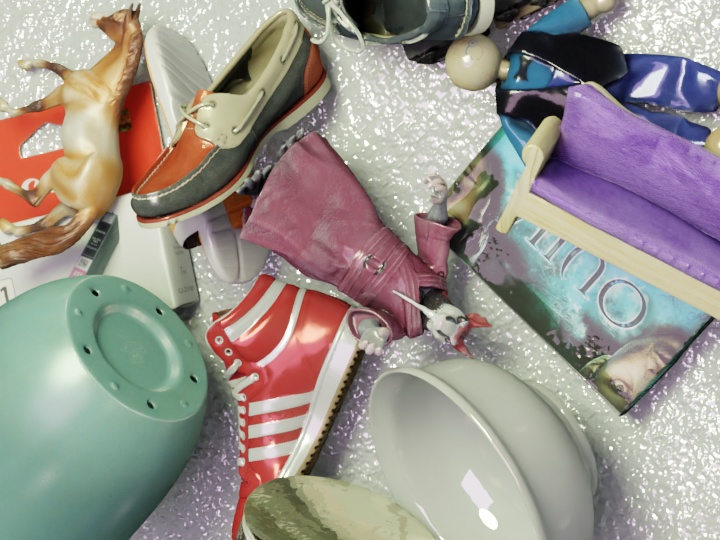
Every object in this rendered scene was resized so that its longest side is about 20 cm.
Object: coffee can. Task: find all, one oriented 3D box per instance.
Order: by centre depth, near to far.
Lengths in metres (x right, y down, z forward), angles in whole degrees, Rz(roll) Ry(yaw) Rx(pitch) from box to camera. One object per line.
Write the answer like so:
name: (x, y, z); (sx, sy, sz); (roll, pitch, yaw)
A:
coffee can: (-0.040, 0.267, 1.549); (0.146, 0.146, 0.201); (27, 115, 19)

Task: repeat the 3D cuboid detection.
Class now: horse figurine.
horse figurine: (-0.219, -0.094, 1.642); (0.132, 0.050, 0.201); (-2, 74, 31)

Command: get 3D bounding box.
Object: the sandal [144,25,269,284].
sandal: (-0.127, -0.078, 1.623); (0.059, 0.079, 0.207); (-28, 72, 29)

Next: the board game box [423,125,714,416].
board game box: (0.155, -0.016, 1.530); (0.200, 0.028, 0.135); (45, 108, 14)

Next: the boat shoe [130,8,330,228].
boat shoe: (-0.096, -0.105, 1.545); (0.071, 0.200, 0.063); (11, 136, 41)

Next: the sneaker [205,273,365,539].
sneaker: (-0.077, 0.100, 1.604); (0.112, 0.071, 0.201); (25, 96, 5)

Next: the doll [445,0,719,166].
doll: (0.155, -0.126, 1.493); (0.199, 0.048, 0.137); (12, 83, 10)

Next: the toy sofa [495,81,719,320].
toy sofa: (0.197, -0.035, 1.431); (0.199, 0.083, 0.098); (28, 114, 6)

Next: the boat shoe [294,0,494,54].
boat shoe: (0.009, -0.187, 1.522); (0.200, 0.062, 0.075); (20, 116, 50)

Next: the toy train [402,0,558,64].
toy train: (0.119, -0.193, 1.524); (0.200, 0.046, 0.034); (-26, 77, 25)

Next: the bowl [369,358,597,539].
bowl: (0.099, 0.137, 1.510); (0.201, 0.090, 0.202); (46, 151, 34)

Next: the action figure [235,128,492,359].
action figure: (0.000, 0.000, 1.536); (0.200, 0.149, 0.134); (40, 68, 0)

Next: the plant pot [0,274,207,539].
plant pot: (-0.206, 0.098, 1.582); (0.161, 0.200, 0.201); (-43, 77, 31)

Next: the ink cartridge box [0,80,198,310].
ink cartridge box: (-0.233, -0.039, 1.685); (0.199, 0.044, 0.174); (-12, 90, 23)
